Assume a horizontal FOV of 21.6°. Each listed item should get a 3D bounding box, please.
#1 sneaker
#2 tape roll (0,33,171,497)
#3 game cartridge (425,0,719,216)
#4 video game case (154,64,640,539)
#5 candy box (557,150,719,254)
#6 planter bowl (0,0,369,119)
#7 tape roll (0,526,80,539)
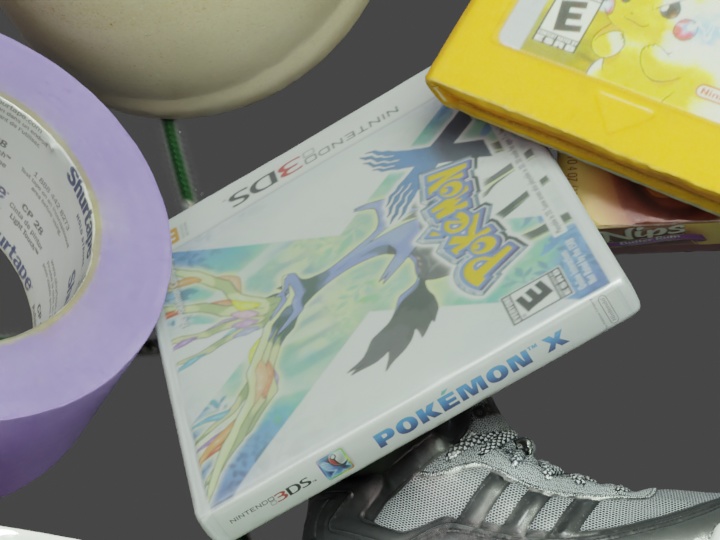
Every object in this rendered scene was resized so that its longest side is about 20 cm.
[{"bbox_3d":[0.064,0.082,0.754,0.200,0.075,0.114,-10,76,15],"label":"sneaker"},{"bbox_3d":[-0.186,-0.006,0.785,0.200,0.200,0.085,60,140,19],"label":"tape roll"},{"bbox_3d":[0.145,-0.126,0.741,0.176,0.032,0.200,25,81,30],"label":"game cartridge"},{"bbox_3d":[0.000,0.000,0.771,0.182,0.022,0.200,-30,35,6],"label":"video game case"},{"bbox_3d":[0.143,-0.109,0.801,0.117,0.056,0.200,-2,77,15],"label":"candy box"},{"bbox_3d":[-0.096,-0.183,0.842,0.200,0.135,0.200,-4,76,15],"label":"planter bowl"},{"bbox_3d":[-0.157,0.137,0.741,0.202,0.202,0.071,6,78,16],"label":"tape roll"}]
